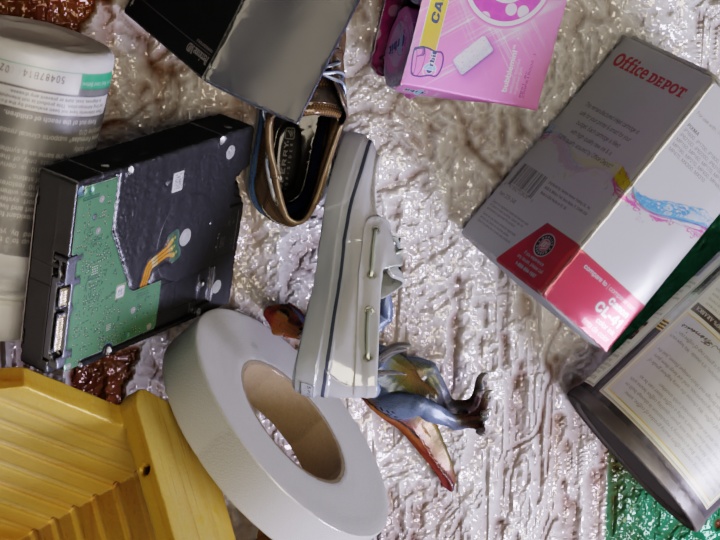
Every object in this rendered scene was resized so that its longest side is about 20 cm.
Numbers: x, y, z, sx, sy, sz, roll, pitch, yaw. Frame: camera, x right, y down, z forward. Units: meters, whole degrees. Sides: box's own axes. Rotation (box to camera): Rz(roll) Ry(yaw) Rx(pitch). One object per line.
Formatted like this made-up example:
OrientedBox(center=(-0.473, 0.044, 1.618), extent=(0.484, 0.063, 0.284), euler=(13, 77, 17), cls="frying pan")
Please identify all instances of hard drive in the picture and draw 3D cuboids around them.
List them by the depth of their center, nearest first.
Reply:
OrientedBox(center=(-0.150, -0.021, 1.446), extent=(0.200, 0.038, 0.141), euler=(-26, 131, -55), cls="hard drive")

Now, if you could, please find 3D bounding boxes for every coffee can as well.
OrientedBox(center=(0.282, 0.082, 1.657), extent=(0.200, 0.146, 0.147), euler=(-43, 118, -3), cls="coffee can")

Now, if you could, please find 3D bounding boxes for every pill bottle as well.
OrientedBox(center=(-0.237, -0.062, 1.421), extent=(0.112, 0.113, 0.202), euler=(8, 104, -23), cls="pill bottle")

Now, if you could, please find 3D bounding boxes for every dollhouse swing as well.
OrientedBox(center=(-0.218, 0.181, 1.432), extent=(0.199, 0.183, 0.175), euler=(-29, 158, 29), cls="dollhouse swing")

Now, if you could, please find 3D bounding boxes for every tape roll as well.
OrientedBox(center=(-0.059, 0.115, 1.505), extent=(0.037, 0.203, 0.202), euler=(-40, 119, 18), cls="tape roll")

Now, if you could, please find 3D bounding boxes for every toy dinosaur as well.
OrientedBox(center=(0.007, 0.084, 1.588), extent=(0.180, 0.105, 0.202), euler=(13, 116, -4), cls="toy dinosaur")

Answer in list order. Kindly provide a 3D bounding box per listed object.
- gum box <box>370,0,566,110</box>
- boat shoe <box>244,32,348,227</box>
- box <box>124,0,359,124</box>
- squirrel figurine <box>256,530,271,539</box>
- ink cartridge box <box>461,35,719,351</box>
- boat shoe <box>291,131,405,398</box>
OrientedBox(center=(0.088, -0.216, 1.523), extent=(0.113, 0.066, 0.202), euler=(8, 105, -24), cls="gum box")
OrientedBox(center=(-0.037, -0.128, 1.500), extent=(0.072, 0.072, 0.202), euler=(-4, 109, -20), cls="boat shoe")
OrientedBox(center=(-0.071, -0.195, 1.392), extent=(0.078, 0.200, 0.142), euler=(26, 98, -27), cls="box")
OrientedBox(center=(-0.028, 0.277, 1.583), extent=(0.199, 0.141, 0.189), euler=(-16, 103, -31), cls="squirrel figurine")
OrientedBox(center=(0.189, -0.060, 1.571), extent=(0.086, 0.148, 0.200), euler=(41, 91, -28), cls="ink cartridge box")
OrientedBox(center=(0.000, 0.000, 1.520), extent=(0.066, 0.074, 0.202), euler=(10, 72, 1), cls="boat shoe")
